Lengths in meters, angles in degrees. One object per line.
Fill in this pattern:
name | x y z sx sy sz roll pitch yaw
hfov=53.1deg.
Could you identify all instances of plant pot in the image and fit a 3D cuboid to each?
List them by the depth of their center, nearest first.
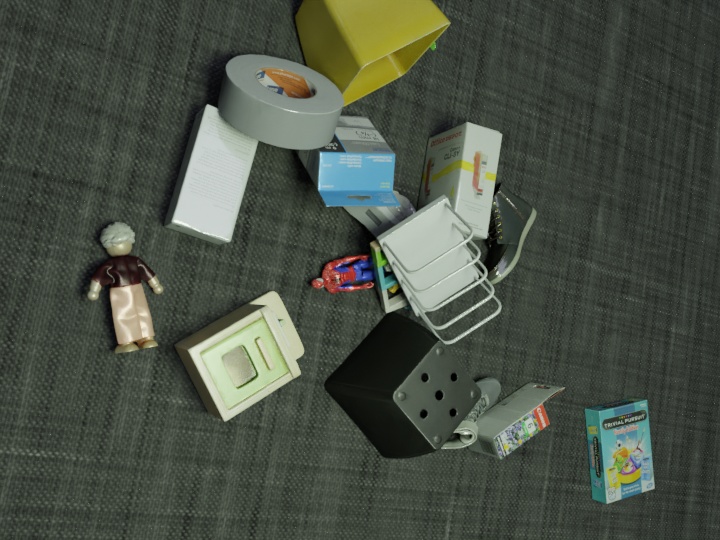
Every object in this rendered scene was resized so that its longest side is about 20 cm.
plant pot | -0.001 -0.423 1.259 0.199 0.200 0.177 -33 91 -24
plant pot | 0.093 0.210 1.283 0.200 0.177 0.200 -45 107 -22

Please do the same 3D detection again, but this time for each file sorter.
file sorter | 0.143 0.007 1.233 0.138 0.125 0.201 -32 130 -3

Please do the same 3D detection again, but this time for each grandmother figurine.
grandmother figurine | -0.368 0.024 1.120 0.121 0.060 0.202 -7 89 -55

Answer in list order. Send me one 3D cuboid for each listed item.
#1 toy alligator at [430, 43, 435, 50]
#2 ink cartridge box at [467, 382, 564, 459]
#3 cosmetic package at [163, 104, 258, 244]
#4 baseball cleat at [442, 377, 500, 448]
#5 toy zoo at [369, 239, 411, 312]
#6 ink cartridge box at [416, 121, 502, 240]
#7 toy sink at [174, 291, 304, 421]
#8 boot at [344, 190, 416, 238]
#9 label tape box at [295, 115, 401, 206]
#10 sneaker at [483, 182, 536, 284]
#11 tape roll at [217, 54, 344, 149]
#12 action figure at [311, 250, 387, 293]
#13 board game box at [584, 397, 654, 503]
toy alligator | 0.077 -0.501 1.371 0.054 0.059 0.201 -27 104 16
ink cartridge box | 0.310 0.294 1.429 0.199 0.109 0.051 -27 100 -25
cosmetic package | -0.241 -0.154 1.180 0.101 0.071 0.202 19 79 -25
baseball cleat | 0.212 0.282 1.382 0.199 0.106 0.070 -33 116 -19
toy zoo | 0.089 -0.002 1.317 0.130 0.020 0.201 -28 137 -15
ink cartridge box | 0.181 -0.161 1.360 0.083 0.145 0.202 13 82 -24
toy sink | -0.179 0.133 1.180 0.199 0.112 0.131 -29 102 -25
boot | 0.030 -0.128 1.332 0.200 0.073 0.096 51 36 -3
label tape box | -0.021 -0.192 1.230 0.143 0.201 0.064 -3 130 -26
sneaker | 0.271 -0.074 1.450 0.106 0.075 0.201 36 64 -17
tape roll | -0.129 -0.277 1.176 0.198 0.201 0.067 2 130 -27
action figure | 0.000 0.000 1.313 0.198 0.052 0.066 -16 111 -25
board game box | 0.577 0.397 1.600 0.150 0.047 0.202 -6 91 -28
